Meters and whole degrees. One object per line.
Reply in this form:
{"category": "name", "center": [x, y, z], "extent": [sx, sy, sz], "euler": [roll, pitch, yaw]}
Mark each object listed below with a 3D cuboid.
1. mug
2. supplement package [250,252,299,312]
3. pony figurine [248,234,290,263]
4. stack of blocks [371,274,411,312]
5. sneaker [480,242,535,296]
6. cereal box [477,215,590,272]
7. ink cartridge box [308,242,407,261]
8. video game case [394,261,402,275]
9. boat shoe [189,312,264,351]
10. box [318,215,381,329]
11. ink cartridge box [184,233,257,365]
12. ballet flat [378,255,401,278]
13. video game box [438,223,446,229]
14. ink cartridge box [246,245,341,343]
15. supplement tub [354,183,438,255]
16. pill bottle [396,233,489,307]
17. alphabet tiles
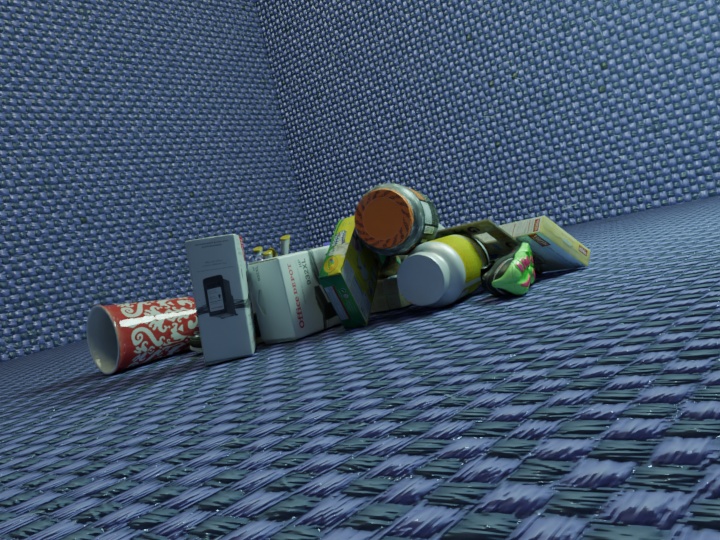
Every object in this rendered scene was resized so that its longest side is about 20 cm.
{"category": "mug", "center": [-0.436, 0.121, 1.369], "extent": [0.199, 0.134, 0.177], "euler": [-10, 2, -45]}
{"category": "supplement package", "center": [-0.183, 0.053, 1.360], "extent": [0.200, 0.114, 0.109], "euler": [-25, -6, 38]}
{"category": "pony figurine", "center": [-0.192, 0.043, 1.548], "extent": [0.166, 0.201, 0.193], "euler": [-5, 20, 21]}
{"category": "stack of blocks", "center": [0.028, 0.048, 1.353], "extent": [0.199, 0.059, 0.115], "euler": [-11, 2, 39]}
{"category": "sneaker", "center": [0.245, -0.002, 1.136], "extent": [0.083, 0.077, 0.200], "euler": [-8, 3, 21]}
{"category": "cereal box", "center": [0.310, -0.041, 1.285], "extent": [0.144, 0.040, 0.200], "euler": [29, -23, -30]}
{"category": "ink cartridge box", "center": [0.024, -0.028, 1.422], "extent": [0.197, 0.044, 0.200], "euler": [-2, -22, 29]}
{"category": "video game case", "center": [0.081, 0.021, 1.443], "extent": [0.199, 0.018, 0.143], "euler": [-11, -27, 42]}
{"category": "boat shoe", "center": [-0.234, 0.109, 1.269], "extent": [0.199, 0.068, 0.072], "euler": [-14, 3, 21]}
{"category": "box", "center": [-0.013, -0.009, 1.182], "extent": [0.048, 0.118, 0.200], "euler": [-12, 33, 22]}
{"category": "ink cartridge box", "center": [-0.229, 0.045, 1.142], "extent": [0.083, 0.201, 0.145], "euler": [-9, 2, -5]}
{"category": "ballet flat", "center": [0.000, 0.000, 1.351], "extent": [0.199, 0.071, 0.065], "euler": [-7, -22, 43]}
{"category": "video game box", "center": [0.164, -0.037, 1.456], "extent": [0.182, 0.047, 0.200], "euler": [33, -13, -16]}
{"category": "ink cartridge box", "center": [-0.095, 0.037, 1.232], "extent": [0.083, 0.146, 0.200], "euler": [-10, 3, 38]}
{"category": "supplement tub", "center": [0.062, -0.087, 1.184], "extent": [0.122, 0.123, 0.200], "euler": [-12, -2, 17]}
{"category": "pill bottle", "center": [0.142, 0.001, 1.173], "extent": [0.112, 0.113, 0.200], "euler": [-12, 2, 29]}
{"category": "alphabet tiles", "center": [0.246, -0.035, 1.287], "extent": [0.200, 0.008, 0.167], "euler": [31, -24, -29]}
